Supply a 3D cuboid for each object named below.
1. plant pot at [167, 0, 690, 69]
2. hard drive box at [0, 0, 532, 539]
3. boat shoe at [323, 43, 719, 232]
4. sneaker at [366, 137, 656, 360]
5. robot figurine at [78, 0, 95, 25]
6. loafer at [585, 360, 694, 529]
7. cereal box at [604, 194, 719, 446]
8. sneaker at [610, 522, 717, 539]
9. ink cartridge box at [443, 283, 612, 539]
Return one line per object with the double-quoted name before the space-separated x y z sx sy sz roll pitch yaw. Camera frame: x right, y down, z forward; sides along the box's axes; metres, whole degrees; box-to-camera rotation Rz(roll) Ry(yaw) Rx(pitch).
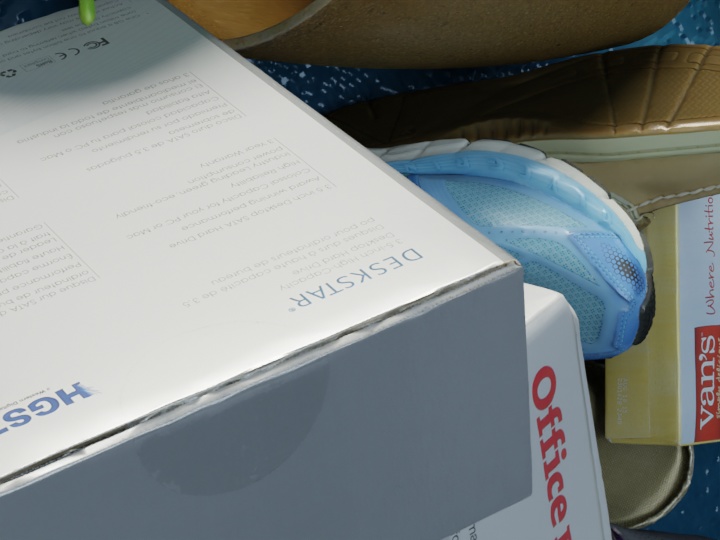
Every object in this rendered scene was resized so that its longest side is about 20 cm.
"plant pot" 0.036 -0.147 0.789 0.200 0.186 0.187 12 83 -43
"hard drive box" -0.074 0.011 0.595 0.156 0.200 0.077 -22 127 -24
"boat shoe" 0.072 -0.034 0.808 0.074 0.199 0.067 -60 139 -54
"sneaker" 0.000 0.000 0.754 0.090 0.199 0.079 -61 160 -53
"robot figurine" -0.069 -0.174 0.655 0.175 0.116 0.200 26 77 2
"loafer" 0.053 0.062 0.846 0.200 0.067 0.076 14 83 -29
"cereal box" 0.170 -0.007 0.901 0.200 0.039 0.144 0 90 -47
"sneaker" 0.050 0.109 0.797 0.199 0.074 0.088 -6 126 -10
"ink cartridge box" -0.017 0.105 0.655 0.200 0.084 0.146 -36 128 -39
